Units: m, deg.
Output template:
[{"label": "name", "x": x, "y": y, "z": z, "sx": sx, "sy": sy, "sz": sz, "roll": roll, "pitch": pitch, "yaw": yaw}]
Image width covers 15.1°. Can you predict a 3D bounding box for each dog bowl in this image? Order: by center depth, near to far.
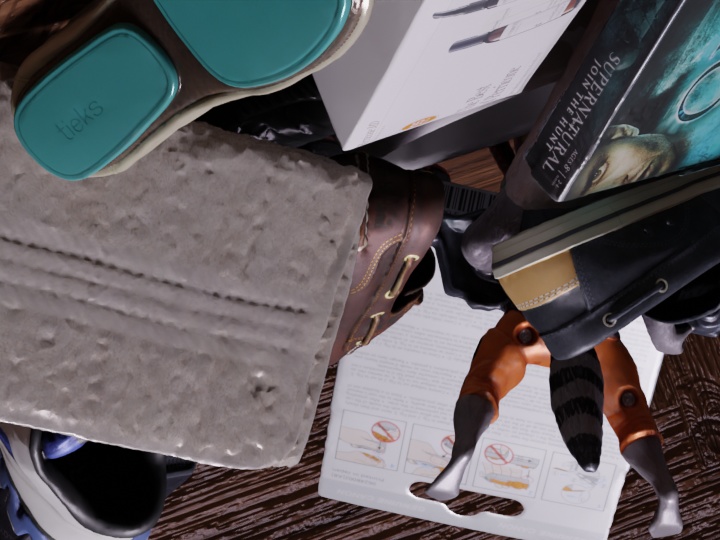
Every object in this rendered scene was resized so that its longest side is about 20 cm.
[{"label": "dog bowl", "x": 0.070, "y": -0.101, "z": 1.249, "sx": 0.199, "sy": 0.059, "sz": 0.200, "roll": -19, "pitch": 175, "yaw": -2}]

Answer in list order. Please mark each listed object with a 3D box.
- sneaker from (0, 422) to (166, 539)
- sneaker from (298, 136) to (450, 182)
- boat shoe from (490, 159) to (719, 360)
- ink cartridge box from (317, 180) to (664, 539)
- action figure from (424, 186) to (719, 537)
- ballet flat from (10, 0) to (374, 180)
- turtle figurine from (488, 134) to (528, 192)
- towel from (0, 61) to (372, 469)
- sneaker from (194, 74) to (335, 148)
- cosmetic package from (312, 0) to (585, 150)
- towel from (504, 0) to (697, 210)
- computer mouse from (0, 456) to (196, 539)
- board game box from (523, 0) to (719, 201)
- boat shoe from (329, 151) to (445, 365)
[{"label": "sneaker", "x": -0.131, "y": 0.032, "z": 1.123, "sx": 0.080, "sy": 0.200, "sz": 0.115, "roll": -31, "pitch": -177, "yaw": -23}, {"label": "sneaker", "x": -0.036, "y": -0.047, "z": 1.362, "sx": 0.074, "sy": 0.087, "sz": 0.200, "roll": -60, "pitch": 154, "yaw": 11}, {"label": "boat shoe", "x": 0.140, "y": -0.010, "z": 1.175, "sx": 0.199, "sy": 0.063, "sz": 0.074, "roll": -20, "pitch": 176, "yaw": -39}, {"label": "ink cartridge box", "x": 0.068, "y": 0.050, "z": 1.376, "sx": 0.159, "sy": 0.047, "sz": 0.201, "roll": 11, "pitch": 133, "yaw": 2}, {"label": "action figure", "x": 0.123, "y": 0.018, "z": 1.232, "sx": 0.198, "sy": 0.195, "sz": 0.105, "roll": 5, "pitch": 157, "yaw": 1}, {"label": "ballet flat", "x": -0.051, "y": -0.089, "z": 0.916, "sx": 0.069, "sy": 0.070, "sz": 0.199, "roll": -16, "pitch": 176, "yaw": -41}, {"label": "turtle figurine", "x": 0.152, "y": -0.065, "z": 1.422, "sx": 0.194, "sy": 0.199, "sz": 0.145, "roll": -64, "pitch": 172, "yaw": -54}, {"label": "towel", "x": -0.087, "y": 0.002, "z": 1.043, "sx": 0.199, "sy": 0.133, "sz": 0.034, "roll": 16, "pitch": 179, "yaw": -40}, {"label": "sneaker", "x": -0.042, "y": -0.074, "z": 1.135, "sx": 0.198, "sy": 0.060, "sz": 0.104, "roll": -15, "pitch": 176, "yaw": -3}, {"label": "cosmetic package", "x": 0.038, "y": -0.104, "z": 0.983, "sx": 0.082, "sy": 0.051, "sz": 0.200, "roll": -17, "pitch": 169, "yaw": -14}, {"label": "towel", "x": 0.165, "y": -0.118, "z": 1.146, "sx": 0.190, "sy": 0.032, "sz": 0.201, "roll": -17, "pitch": 146, "yaw": -41}, {"label": "computer mouse", "x": -0.128, "y": 0.095, "z": 1.305, "sx": 0.138, "sy": 0.053, "sz": 0.200, "roll": -13, "pitch": 161, "yaw": -40}, {"label": "board game box", "x": 0.157, "y": -0.116, "z": 1.068, "sx": 0.135, "sy": 0.028, "sz": 0.201, "roll": -16, "pitch": 146, "yaw": -43}, {"label": "boat shoe", "x": 0.000, "y": 0.000, "z": 1.235, "sx": 0.070, "sy": 0.071, "sz": 0.200, "roll": 0, "pitch": 166, "yaw": -5}]
